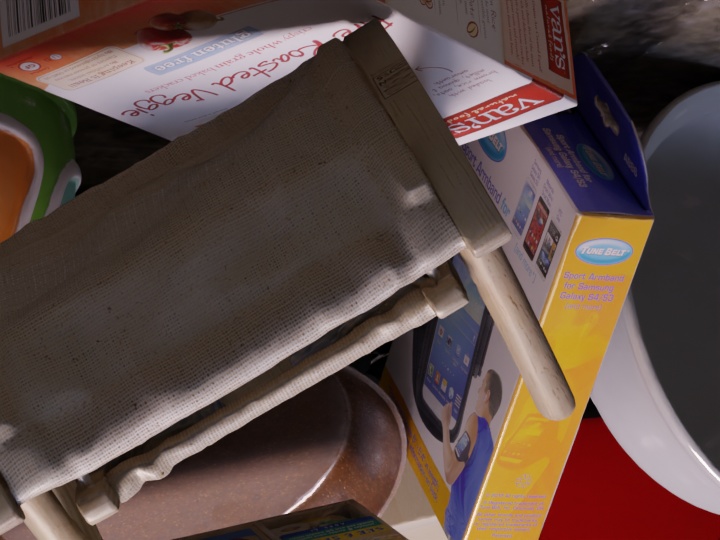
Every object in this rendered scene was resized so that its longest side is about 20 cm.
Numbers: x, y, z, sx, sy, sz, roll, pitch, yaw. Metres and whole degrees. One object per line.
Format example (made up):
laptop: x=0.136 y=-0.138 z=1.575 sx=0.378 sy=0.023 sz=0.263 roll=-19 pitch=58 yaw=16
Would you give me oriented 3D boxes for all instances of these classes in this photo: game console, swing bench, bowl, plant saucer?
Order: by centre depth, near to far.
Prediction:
swing bench: x=-0.046 y=0.019 z=1.029 sx=0.199 sy=0.130 sz=0.200 roll=-29 pitch=156 yaw=0
plant saucer: x=-0.080 y=0.088 z=1.230 sx=0.200 sy=0.034 sz=0.200 roll=-13 pitch=142 yaw=-10
bowl: x=0.157 y=0.025 z=1.250 sx=0.201 sy=0.201 sz=0.090 roll=11 pitch=157 yaw=-38
game console: x=0.110 y=0.081 z=1.374 sx=0.200 sy=0.119 sz=0.172 roll=-2 pitch=-152 yaw=-43

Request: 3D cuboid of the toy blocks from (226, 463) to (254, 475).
toy blocks: x=-0.120 y=0.058 z=1.265 sx=0.200 sy=0.100 sz=0.137 roll=9 pitch=147 yaw=-20

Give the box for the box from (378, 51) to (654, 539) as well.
box: x=0.064 y=0.008 z=1.203 sx=0.041 sy=0.119 sz=0.200 roll=2 pitch=123 yaw=-22

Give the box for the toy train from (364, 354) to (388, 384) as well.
toy train: x=0.054 y=0.039 z=1.416 sx=0.034 sy=0.046 sz=0.200 roll=29 pitch=-146 yaw=28

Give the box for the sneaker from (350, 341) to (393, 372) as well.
sneaker: x=-0.003 y=0.000 z=1.290 sx=0.060 sy=0.104 sz=0.200 roll=5 pitch=160 yaw=-25

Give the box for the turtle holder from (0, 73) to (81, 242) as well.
turtle holder: x=-0.192 y=-0.021 z=1.144 sx=0.185 sy=0.132 sz=0.141 roll=-21 pitch=156 yaw=41

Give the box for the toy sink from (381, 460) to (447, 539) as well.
toy sink: x=0.059 y=0.094 z=1.553 sx=0.112 sy=0.130 sz=0.200 roll=-16 pitch=157 yaw=31

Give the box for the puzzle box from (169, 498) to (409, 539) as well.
puzzle box: x=-0.080 y=0.136 z=1.170 sx=0.200 sy=0.025 sz=0.133 roll=-12 pitch=-171 yaw=-13

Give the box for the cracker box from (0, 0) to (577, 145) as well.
cracker box: x=-0.027 y=-0.092 z=1.078 sx=0.134 sy=0.058 sz=0.200 roll=-18 pitch=158 yaw=32
